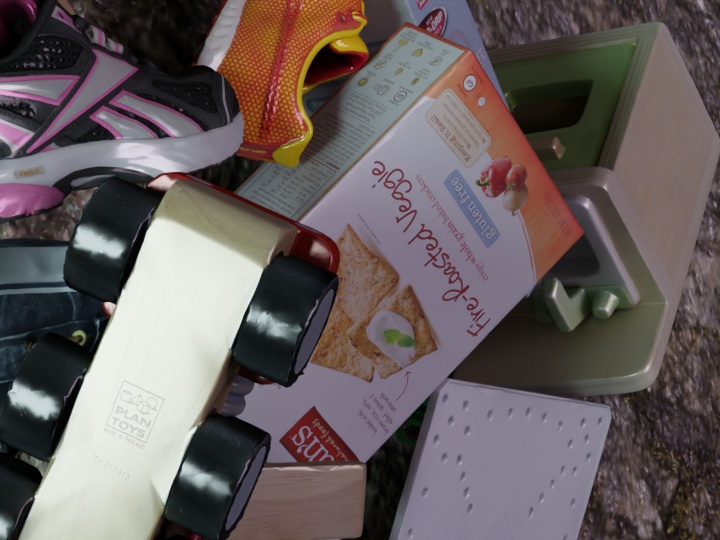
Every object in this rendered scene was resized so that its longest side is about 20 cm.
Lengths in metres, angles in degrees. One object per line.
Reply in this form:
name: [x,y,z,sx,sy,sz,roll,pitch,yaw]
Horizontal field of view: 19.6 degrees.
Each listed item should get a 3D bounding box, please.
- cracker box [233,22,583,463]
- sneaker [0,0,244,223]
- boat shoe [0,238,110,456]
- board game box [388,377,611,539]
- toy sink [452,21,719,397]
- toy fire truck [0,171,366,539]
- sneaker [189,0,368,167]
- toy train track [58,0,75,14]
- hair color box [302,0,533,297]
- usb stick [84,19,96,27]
cracker box: [0.000,0.000,0.997,0.200,0.058,0.134,-46,129,-10]
sneaker: [-0.117,-0.072,0.830,0.200,0.080,0.087,-22,105,-60]
boat shoe: [-0.140,0.033,0.856,0.200,0.071,0.091,-2,94,-56]
board game box: [0.057,0.159,1.121,0.200,0.026,0.200,13,93,-57]
toy sink: [0.114,-0.037,1.212,0.112,0.130,0.200,57,41,-36]
toy fire truck: [-0.055,0.059,0.851,0.200,0.128,0.176,-15,128,-82]
sneaker: [-0.029,-0.130,0.995,0.077,0.073,0.200,21,60,-7]
toy train track: [-0.147,-0.156,0.910,0.115,0.032,0.200,57,34,-23]
hair color box: [0.022,-0.078,1.098,0.061,0.099,0.200,-57,131,-46]
usb stick: [-0.165,-0.062,0.858,0.200,0.033,0.056,-31,104,-56]
